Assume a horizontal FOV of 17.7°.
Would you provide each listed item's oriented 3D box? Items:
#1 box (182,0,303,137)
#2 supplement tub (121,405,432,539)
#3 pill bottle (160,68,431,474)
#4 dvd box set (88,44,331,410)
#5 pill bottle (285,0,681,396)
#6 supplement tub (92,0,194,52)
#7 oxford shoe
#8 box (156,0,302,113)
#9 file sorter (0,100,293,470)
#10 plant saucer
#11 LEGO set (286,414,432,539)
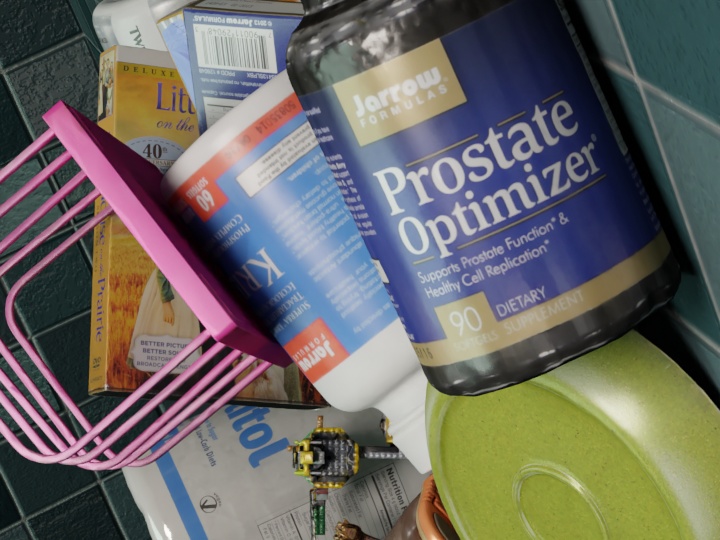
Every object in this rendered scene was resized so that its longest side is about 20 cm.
[{"bbox_3d":[-0.029,-0.047,1.257,0.121,0.032,0.201,8,115,29],"label":"box"},{"bbox_3d":[-0.042,0.135,1.495,0.132,0.199,0.132,63,172,15],"label":"supplement tub"},{"bbox_3d":[0.000,0.000,1.170,0.200,0.112,0.112,51,171,2],"label":"pill bottle"},{"bbox_3d":[-0.083,-0.023,1.340,0.029,0.146,0.201,-17,69,61],"label":"dvd box set"},{"bbox_3d":[0.038,-0.062,0.908,0.201,0.112,0.112,65,172,-7],"label":"pill bottle"},{"bbox_3d":[-0.087,-0.107,1.540,0.201,0.122,0.123,66,172,-15],"label":"supplement tub"},{"bbox_3d":[0.042,0.151,1.184,0.071,0.073,0.200,50,-177,10],"label":"oxford shoe"},{"bbox_3d":[-0.022,-0.070,1.286,0.119,0.041,0.201,-17,100,37],"label":"box"},{"bbox_3d":[-0.134,0.021,1.187,0.139,0.125,0.200,51,-178,9],"label":"file sorter"},{"bbox_3d":[0.097,0.103,1.019,0.200,0.031,0.201,30,138,32],"label":"plant saucer"},{"bbox_3d":[0.025,0.173,1.337,0.116,0.153,0.201,129,150,-83],"label":"LEGO set"}]
